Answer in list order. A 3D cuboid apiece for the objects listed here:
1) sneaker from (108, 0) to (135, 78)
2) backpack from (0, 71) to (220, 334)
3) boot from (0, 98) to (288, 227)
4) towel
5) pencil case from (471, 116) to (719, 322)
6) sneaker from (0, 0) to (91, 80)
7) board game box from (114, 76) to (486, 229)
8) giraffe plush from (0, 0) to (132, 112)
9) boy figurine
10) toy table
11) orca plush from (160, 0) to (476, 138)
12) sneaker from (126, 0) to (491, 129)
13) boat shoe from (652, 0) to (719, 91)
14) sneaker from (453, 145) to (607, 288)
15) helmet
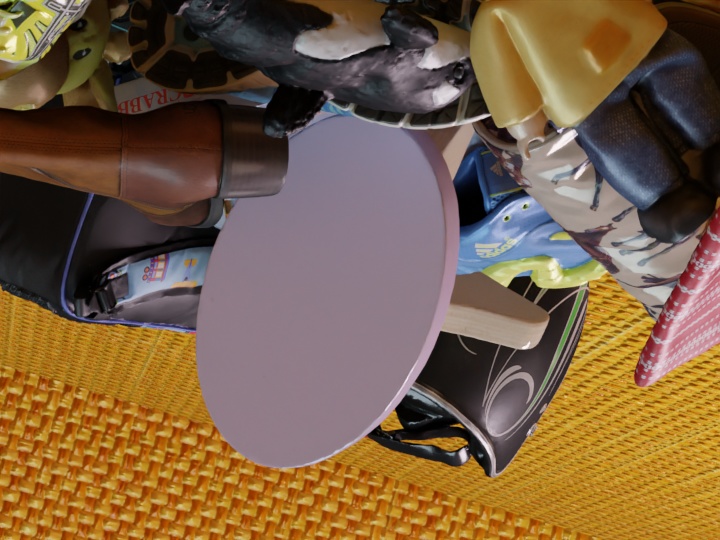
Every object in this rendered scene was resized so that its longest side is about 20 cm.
[{"bbox_3d":[-0.130,-0.135,1.604,0.199,0.080,0.075,8,166,26],"label":"sneaker"},{"bbox_3d":[-0.133,-0.055,1.785,0.134,0.183,0.200,18,-176,36],"label":"backpack"},{"bbox_3d":[-0.157,-0.054,1.447,0.199,0.069,0.188,1,-175,-20],"label":"boot"},{"bbox_3d":[0.210,-0.028,1.377,0.023,0.144,0.200,50,148,20],"label":"towel"},{"bbox_3d":[0.148,-0.045,1.547,0.089,0.078,0.200,-21,133,31],"label":"pencil case"},{"bbox_3d":[-0.149,-0.136,1.310,0.075,0.077,0.200,32,156,0],"label":"sneaker"},{"bbox_3d":[-0.025,-0.078,1.640,0.199,0.041,0.199,-15,159,25],"label":"board game box"},{"bbox_3d":[-0.205,-0.127,1.509,0.161,0.201,0.173,10,143,12],"label":"giraffe plush"},{"bbox_3d":[0.106,-0.112,1.325,0.200,0.124,0.064,51,-178,-18],"label":"boy figurine"},{"bbox_3d":[0.000,0.000,1.533,0.184,0.200,0.117,41,-155,12],"label":"toy table"},{"bbox_3d":[-0.026,-0.094,1.307,0.105,0.071,0.200,15,-178,35],"label":"orca plush"},{"bbox_3d":[-0.011,-0.115,1.438,0.199,0.079,0.090,10,-178,17],"label":"sneaker"},{"bbox_3d":[0.190,-0.084,1.439,0.200,0.073,0.065,31,-166,-38],"label":"boat shoe"},{"bbox_3d":[0.119,-0.036,1.632,0.199,0.076,0.105,-18,157,15],"label":"sneaker"},{"bbox_3d":[0.052,0.014,1.804,0.199,0.191,0.200,21,158,9],"label":"helmet"}]
